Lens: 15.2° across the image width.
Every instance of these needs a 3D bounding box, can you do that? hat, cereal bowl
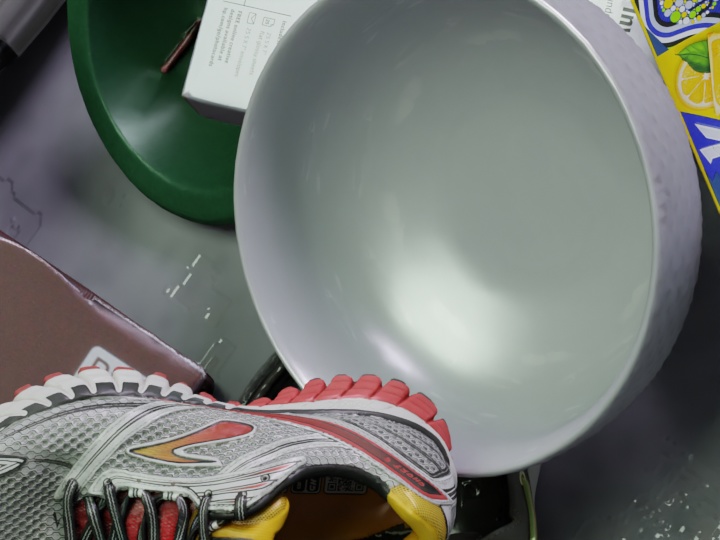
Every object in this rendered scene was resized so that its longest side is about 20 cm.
[{"bbox_3d":[-0.026,-0.139,1.294,0.165,0.176,0.201,21,119,35],"label":"hat"},{"bbox_3d":[0.051,-0.025,1.056,0.199,0.083,0.201,9,106,34],"label":"cereal bowl"}]

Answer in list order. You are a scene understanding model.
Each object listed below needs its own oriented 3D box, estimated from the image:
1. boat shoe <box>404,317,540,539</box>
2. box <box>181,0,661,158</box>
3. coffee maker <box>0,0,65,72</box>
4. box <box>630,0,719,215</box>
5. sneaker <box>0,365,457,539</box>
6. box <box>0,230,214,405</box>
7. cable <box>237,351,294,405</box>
[{"bbox_3d":[0.043,0.116,1.103,0.072,0.060,0.203,-17,60,24],"label":"boat shoe"},{"bbox_3d":[0.040,-0.121,1.143,0.199,0.041,0.157,14,84,10],"label":"box"},{"bbox_3d":[-0.230,-0.135,1.370,0.200,0.134,0.192,-60,29,-6],"label":"coffee maker"},{"bbox_3d":[0.169,-0.047,1.027,0.064,0.070,0.201,-34,55,22],"label":"box"},{"bbox_3d":[-0.061,0.083,0.993,0.199,0.078,0.082,-5,29,-5],"label":"sneaker"},{"bbox_3d":[-0.173,0.068,1.140,0.166,0.200,0.165,34,86,1],"label":"box"},{"bbox_3d":[0.000,0.000,1.189,0.200,0.050,0.097,-42,56,8],"label":"cable"}]
